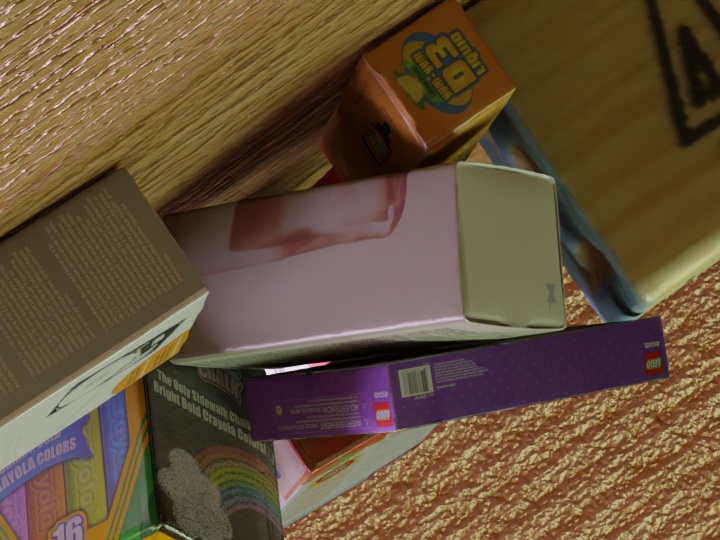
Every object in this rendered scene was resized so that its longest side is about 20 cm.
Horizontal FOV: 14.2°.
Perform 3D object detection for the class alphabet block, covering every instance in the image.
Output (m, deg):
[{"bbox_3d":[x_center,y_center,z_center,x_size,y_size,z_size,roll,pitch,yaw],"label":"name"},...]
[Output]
[{"bbox_3d":[0.181,-0.104,1.675,0.200,0.197,0.195,-34,177,-4],"label":"alphabet block"}]

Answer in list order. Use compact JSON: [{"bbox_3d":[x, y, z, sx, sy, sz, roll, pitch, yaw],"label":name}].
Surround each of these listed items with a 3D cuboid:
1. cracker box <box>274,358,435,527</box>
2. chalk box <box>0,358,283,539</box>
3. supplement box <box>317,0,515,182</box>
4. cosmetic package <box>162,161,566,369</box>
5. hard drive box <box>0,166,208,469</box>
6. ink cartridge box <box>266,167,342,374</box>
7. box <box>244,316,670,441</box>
[{"bbox_3d":[-0.012,0.097,1.798,0.134,0.058,0.200,-30,170,-21],"label":"cracker box"},{"bbox_3d":[-0.131,0.102,1.624,0.124,0.200,0.124,-28,140,25],"label":"chalk box"},{"bbox_3d":[0.029,-0.084,1.600,0.069,0.067,0.200,-34,176,-10],"label":"supplement box"},{"bbox_3d":[0.000,0.000,1.562,0.200,0.087,0.103,-8,171,34],"label":"cosmetic package"},{"bbox_3d":[-0.182,0.048,1.400,0.200,0.077,0.156,-33,175,-13],"label":"hard drive box"},{"bbox_3d":[-0.061,0.034,1.858,0.200,0.116,0.067,-39,171,37],"label":"ink cartridge box"},{"bbox_3d":[0.055,0.061,1.621,0.200,0.039,0.137,-8,180,-36],"label":"box"}]
